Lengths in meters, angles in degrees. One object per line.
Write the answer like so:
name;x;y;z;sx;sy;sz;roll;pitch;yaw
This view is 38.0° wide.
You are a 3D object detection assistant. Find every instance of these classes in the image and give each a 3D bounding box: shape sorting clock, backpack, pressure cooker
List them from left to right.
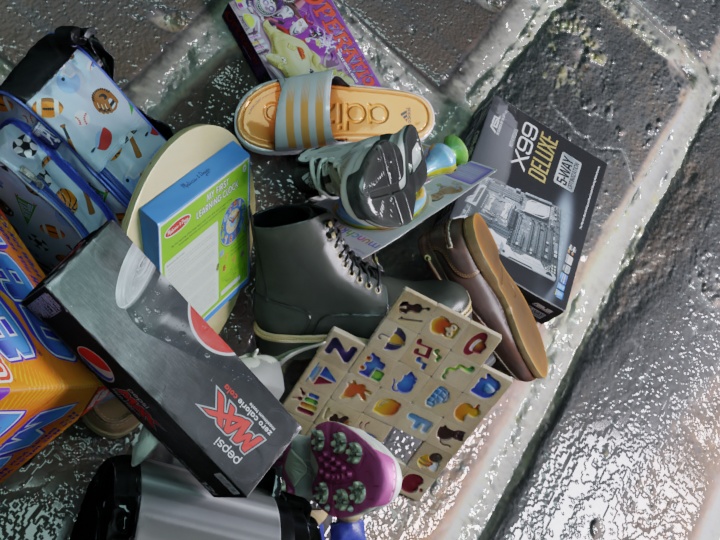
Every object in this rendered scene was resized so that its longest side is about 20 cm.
backpack;-0.232;-0.082;0.881;0.190;0.199;0.155;37;69;-20
shape sorting clock;-0.140;-0.019;0.850;0.039;0.201;0.202;17;59;19
pressure cooker;-0.124;0.248;0.799;0.197;0.177;0.180;18;33;-20

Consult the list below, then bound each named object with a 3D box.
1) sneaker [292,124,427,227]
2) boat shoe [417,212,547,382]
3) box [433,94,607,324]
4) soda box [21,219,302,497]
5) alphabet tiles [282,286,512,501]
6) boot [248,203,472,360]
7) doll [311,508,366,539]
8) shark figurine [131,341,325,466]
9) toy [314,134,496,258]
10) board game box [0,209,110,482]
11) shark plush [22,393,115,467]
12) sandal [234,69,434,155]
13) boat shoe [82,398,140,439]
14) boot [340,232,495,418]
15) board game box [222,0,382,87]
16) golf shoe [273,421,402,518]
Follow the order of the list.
sneaker;-0.012;-0.073;0.927;0.201;0.114;0.077;-51;126;-68
boat shoe;0.125;0.033;1.052;0.202;0.069;0.071;60;24;-22
box;0.171;-0.068;1.135;0.156;0.050;0.202;29;62;-12
soda box;-0.136;0.065;0.727;0.200;0.063;0.071;49;60;-14
alphabet tiles;0.032;0.109;0.931;0.165;0.201;0.008;26;29;-13
boot;0.000;0.000;0.911;0.196;0.140;0.078;-9;31;-8
doll;-0.027;0.308;0.899;0.135;0.048;0.204;2;76;-30
shark figurine;-0.094;0.109;0.838;0.126;0.214;0.091;-14;84;13
toy;0.030;-0.089;1.045;0.199;0.114;0.048;-30;128;-33
board game box;-0.329;0.061;0.712;0.199;0.200;0.201;-38;81;4
shark plush;-0.279;0.116;0.830;0.199;0.091;0.083;-35;74;-27
sandal;-0.024;-0.162;1.034;0.203;0.059;0.081;-3;78;-7
boat shoe;-0.179;0.052;0.918;0.071;0.064;0.202;32;60;-10
boot;0.026;0.043;1.015;0.197;0.069;0.177;-11;76;-26
board game box;-0.048;-0.209;1.103;0.119;0.032;0.202;-26;83;-34
golf shoe;-0.010;0.166;0.879;0.090;0.199;0.077;6;82;-29
